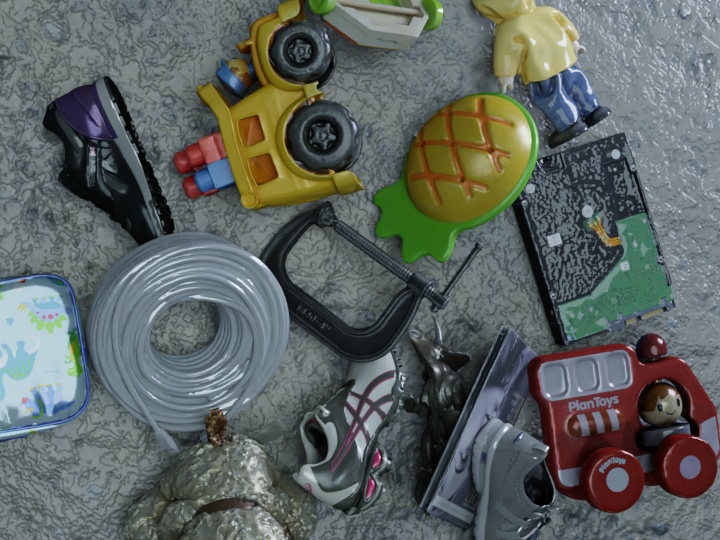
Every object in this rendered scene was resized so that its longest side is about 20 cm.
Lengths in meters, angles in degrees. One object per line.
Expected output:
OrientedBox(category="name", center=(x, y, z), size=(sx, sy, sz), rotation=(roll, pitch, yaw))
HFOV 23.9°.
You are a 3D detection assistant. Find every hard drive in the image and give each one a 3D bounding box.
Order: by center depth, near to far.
OrientedBox(category="hard drive", center=(0.247, -0.033, 1.825), size=(0.139, 0.038, 0.200), rotation=(-19, 92, -12))

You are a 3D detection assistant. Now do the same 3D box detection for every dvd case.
OrientedBox(category="dvd case", center=(0.127, 0.165, 1.746), size=(0.016, 0.149, 0.200), rotation=(23, 83, 23))

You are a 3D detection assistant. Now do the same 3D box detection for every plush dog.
OrientedBox(category="plush dog", center=(-0.125, 0.245, 1.645), size=(0.200, 0.172, 0.161), rotation=(-5, 132, -14))

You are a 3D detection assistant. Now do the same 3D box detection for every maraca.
OrientedBox(category="maraca", center=(0.098, -0.097, 1.758), size=(0.200, 0.107, 0.137), rotation=(-48, 57, 3))

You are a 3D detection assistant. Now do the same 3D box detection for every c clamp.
OrientedBox(category="c clamp", center=(0.000, 0.000, 1.738), size=(0.200, 0.027, 0.171), rotation=(31, 91, 15))

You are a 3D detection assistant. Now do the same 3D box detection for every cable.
OrientedBox(category="cable", center=(-0.169, 0.060, 1.681), size=(0.200, 0.069, 0.200), rotation=(-40, 118, -1))

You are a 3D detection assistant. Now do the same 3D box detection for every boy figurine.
OrientedBox(category="boy figurine", center=(0.181, -0.228, 1.796), size=(0.124, 0.064, 0.200), rotation=(-36, 95, -30))

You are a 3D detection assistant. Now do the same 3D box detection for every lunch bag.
OrientedBox(category="lunch bag", center=(-0.368, 0.091, 1.661), size=(0.200, 0.082, 0.161), rotation=(-10, 90, -13))

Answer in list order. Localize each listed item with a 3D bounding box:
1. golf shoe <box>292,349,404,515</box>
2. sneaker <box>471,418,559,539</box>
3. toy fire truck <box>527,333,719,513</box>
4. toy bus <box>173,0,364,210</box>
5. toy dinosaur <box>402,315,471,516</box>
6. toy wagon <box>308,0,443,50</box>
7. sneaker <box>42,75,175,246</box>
OrientedBox(category="golf shoe", center=(-0.010, 0.144, 1.706), size=(0.088, 0.077, 0.200), rotation=(24, 50, -19))
OrientedBox(category="sneaker", center=(0.164, 0.247, 1.741), size=(0.075, 0.082, 0.200), rotation=(-46, 137, -37))
OrientedBox(category="toy fire truck", center=(0.280, 0.156, 1.787), size=(0.200, 0.112, 0.168), rotation=(-9, 94, -14))
OrientedBox(category="toy bus", center=(-0.103, -0.153, 1.714), size=(0.192, 0.136, 0.200), rotation=(-17, 91, 4))
OrientedBox(category="toy dinosaur", center=(0.089, 0.157, 1.761), size=(0.077, 0.102, 0.200), rotation=(-2, 107, 26))
OrientedBox(category="toy wagon", center=(-0.007, -0.308, 1.740), size=(0.155, 0.040, 0.200), rotation=(2, 51, -40))
OrientedBox(category="sneaker", center=(-0.252, -0.087, 1.707), size=(0.087, 0.076, 0.200), rotation=(-23, 90, 3))
